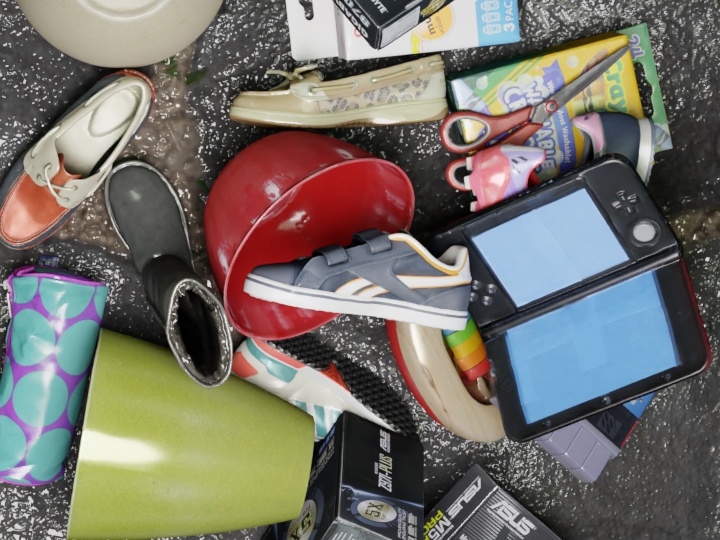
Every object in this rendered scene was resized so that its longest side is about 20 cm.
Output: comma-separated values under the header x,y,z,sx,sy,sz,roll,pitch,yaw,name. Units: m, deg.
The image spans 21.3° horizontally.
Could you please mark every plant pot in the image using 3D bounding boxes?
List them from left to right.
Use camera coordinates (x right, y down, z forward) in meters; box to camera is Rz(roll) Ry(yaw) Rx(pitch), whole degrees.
x,y,z,sx,sy,sz,roll,pitch,yaw,name
-0.146,0.158,1.692,0.200,0.187,0.187,9,99,-7,plant pot

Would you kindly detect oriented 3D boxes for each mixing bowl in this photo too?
x,y,z,sx,sy,sz,roll,pitch,yaw,name
-0.063,-0.049,1.688,0.200,0.108,0.200,-28,145,-22,mixing bowl

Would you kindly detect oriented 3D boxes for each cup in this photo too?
x,y,z,sx,sy,sz,roll,pitch,yaw,name
-0.204,-0.266,1.630,0.200,0.143,0.200,-2,102,-8,cup

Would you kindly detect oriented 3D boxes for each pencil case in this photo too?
x,y,z,sx,sy,sz,roll,pitch,yaw,name
-0.290,0.092,1.716,0.092,0.085,0.200,12,99,-11,pencil case

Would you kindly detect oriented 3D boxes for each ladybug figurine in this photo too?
x,y,z,sx,sy,sz,roll,pitch,yaw,name
0.080,0.067,1.757,0.136,0.072,0.200,-39,111,-42,ladybug figurine

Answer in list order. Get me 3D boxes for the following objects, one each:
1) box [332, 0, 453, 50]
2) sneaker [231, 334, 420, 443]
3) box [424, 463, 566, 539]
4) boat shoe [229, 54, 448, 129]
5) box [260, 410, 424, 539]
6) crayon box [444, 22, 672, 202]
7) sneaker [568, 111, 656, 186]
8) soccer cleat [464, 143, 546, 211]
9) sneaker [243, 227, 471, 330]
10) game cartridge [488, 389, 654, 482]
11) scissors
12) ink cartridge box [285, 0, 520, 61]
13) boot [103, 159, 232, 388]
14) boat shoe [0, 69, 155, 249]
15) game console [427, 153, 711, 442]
x,y,z,sx,sy,sz,roll,pitch,yaw,name
0.015,-0.309,1.641,0.159,0.046,0.200,-36,76,-16,box
-0.040,0.129,1.778,0.200,0.070,0.093,34,112,-15,sneaker
0.117,0.293,1.793,0.160,0.044,0.200,-46,129,1,box
-0.021,-0.159,1.718,0.200,0.073,0.063,-4,95,-16,boat shoe
-0.026,0.256,1.717,0.086,0.164,0.200,25,119,-12,box
0.188,-0.142,1.758,0.200,0.052,0.126,-16,103,-5,crayon box
0.205,-0.046,1.724,0.082,0.070,0.200,10,95,-9,sneaker
0.149,-0.029,1.723,0.076,0.067,0.200,-7,128,16,soccer cleat
0.000,0.000,1.630,0.200,0.078,0.079,8,95,-21,sneaker
0.220,0.082,1.773,0.130,0.038,0.200,40,66,-10,game cartridge
0.164,-0.136,1.724,0.200,0.014,0.073,-23,101,-4,scissors
0.035,-0.250,1.705,0.200,0.068,0.115,-8,100,-6,ink cartridge box
-0.168,-0.001,1.656,0.073,0.200,0.182,-25,103,0,boot
-0.255,-0.097,1.696,0.071,0.063,0.200,41,94,-15,boat shoe
0.176,0.024,1.646,0.200,0.119,0.172,-24,120,22,game console
